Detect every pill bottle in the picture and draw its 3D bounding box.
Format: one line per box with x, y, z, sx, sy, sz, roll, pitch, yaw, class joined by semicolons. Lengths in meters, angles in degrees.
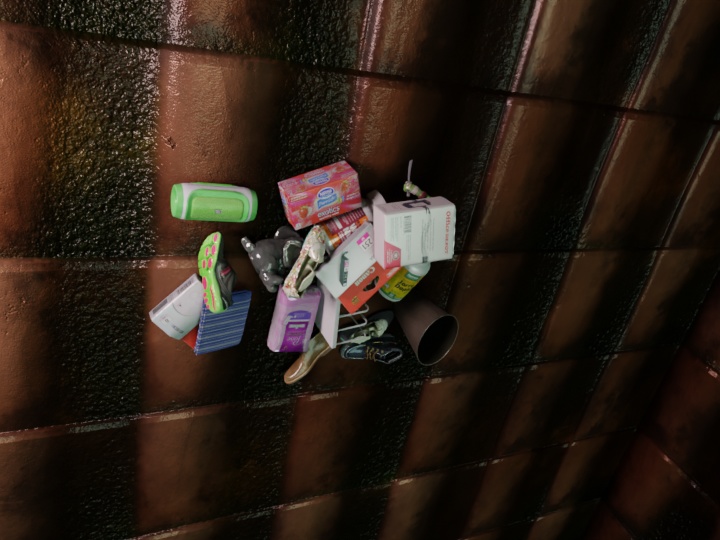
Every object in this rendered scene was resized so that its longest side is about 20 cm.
-0.020;-0.130;1.691;0.197;0.110;0.111;-32;130;-7;pill bottle
0.134;-0.010;1.810;0.111;0.115;0.200;10;138;-33;pill bottle

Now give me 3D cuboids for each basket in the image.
0.192;0.161;1.935;0.133;0.200;0.184;10;114;-32;basket

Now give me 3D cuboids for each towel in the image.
-0.376;0.140;1.693;0.142;0.024;0.203;-11;135;-37;towel

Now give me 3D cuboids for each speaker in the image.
-0.352;-0.163;1.502;0.196;0.089;0.090;0;120;-29;speaker

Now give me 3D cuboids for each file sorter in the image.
-0.049;0.091;1.799;0.122;0.139;0.204;-10;124;-26;file sorter

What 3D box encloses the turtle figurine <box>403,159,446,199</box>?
0.137;-0.160;1.710;0.192;0.200;0.145;-34;156;-32;turtle figurine

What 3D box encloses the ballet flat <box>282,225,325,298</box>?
-0.130;-0.016;1.593;0.075;0.063;0.204;26;90;-48;ballet flat

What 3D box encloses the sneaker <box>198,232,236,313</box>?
-0.363;0.004;1.592;0.083;0.075;0.206;-10;101;-53;sneaker

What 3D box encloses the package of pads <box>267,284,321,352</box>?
-0.193;0.136;1.786;0.118;0.076;0.204;3;118;-27;package of pads

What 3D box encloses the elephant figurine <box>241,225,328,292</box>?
-0.189;-0.048;1.648;0.198;0.143;0.156;-32;162;-11;elephant figurine

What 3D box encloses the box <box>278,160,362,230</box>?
-0.104;-0.197;1.611;0.196;0.096;0.102;-21;127;-16;box

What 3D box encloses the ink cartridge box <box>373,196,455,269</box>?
0.137;-0.099;1.588;0.195;0.084;0.148;-9;115;-18;ink cartridge box

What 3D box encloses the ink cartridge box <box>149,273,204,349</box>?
-0.437;0.127;1.663;0.162;0.057;0.201;-40;126;-2;ink cartridge box

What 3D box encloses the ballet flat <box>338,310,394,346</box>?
0.029;0.187;1.947;0.196;0.073;0.074;-18;127;-18;ballet flat

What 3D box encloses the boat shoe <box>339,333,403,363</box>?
0.037;0.257;1.981;0.196;0.091;0.072;-11;125;-23;boat shoe

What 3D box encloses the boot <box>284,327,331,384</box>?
-0.168;0.255;1.885;0.200;0.073;0.076;-45;124;-9;boot

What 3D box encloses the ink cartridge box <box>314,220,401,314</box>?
0.000;0.000;1.654;0.199;0.044;0.174;-42;113;-3;ink cartridge box
